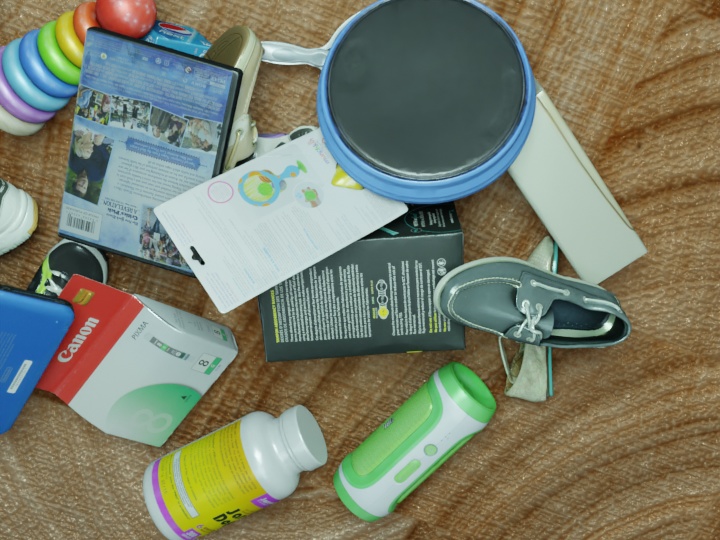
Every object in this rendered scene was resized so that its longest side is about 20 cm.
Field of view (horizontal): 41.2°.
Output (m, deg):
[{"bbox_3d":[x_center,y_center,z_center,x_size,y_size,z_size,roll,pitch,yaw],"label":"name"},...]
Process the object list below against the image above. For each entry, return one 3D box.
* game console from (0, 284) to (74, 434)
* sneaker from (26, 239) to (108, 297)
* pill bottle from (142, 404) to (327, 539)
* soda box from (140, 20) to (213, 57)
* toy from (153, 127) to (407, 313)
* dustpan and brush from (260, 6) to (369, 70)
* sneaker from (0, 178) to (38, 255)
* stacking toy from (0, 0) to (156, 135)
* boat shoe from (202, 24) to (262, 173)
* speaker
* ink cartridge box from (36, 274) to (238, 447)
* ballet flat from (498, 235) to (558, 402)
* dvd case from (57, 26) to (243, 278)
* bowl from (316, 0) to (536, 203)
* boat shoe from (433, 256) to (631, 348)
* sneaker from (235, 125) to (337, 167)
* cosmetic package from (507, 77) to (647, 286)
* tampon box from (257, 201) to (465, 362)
[{"bbox_3d":[-0.411,0.054,0.974,0.170,0.119,0.200,17,123,-35],"label":"game console"},{"bbox_3d":[-0.338,0.053,1.033,0.072,0.083,0.200,31,110,-13],"label":"sneaker"},{"bbox_3d":[-0.141,0.229,1.099,0.199,0.104,0.104,-27,111,12],"label":"pill bottle"},{"bbox_3d":[-0.207,-0.141,0.944,0.068,0.064,0.201,2,118,-38],"label":"soda box"},{"bbox_3d":[-0.070,-0.047,0.865,0.200,0.047,0.115,-31,73,-20],"label":"toy"},{"bbox_3d":[-0.008,-0.204,0.930,0.199,0.057,0.140,8,114,-4],"label":"dustpan and brush"},{"bbox_3d":[-0.434,-0.034,0.986,0.200,0.076,0.088,-36,143,6],"label":"sneaker"},{"bbox_3d":[-0.271,-0.208,0.893,0.199,0.085,0.085,-28,112,27],"label":"stacking toy"},{"bbox_3d":[-0.132,-0.131,0.904,0.065,0.072,0.201,13,111,-36],"label":"boat shoe"},{"bbox_3d":[0.060,0.196,1.094,0.088,0.089,0.200,39,108,-16],"label":"speaker"},{"bbox_3d":[-0.257,0.102,1.032,0.200,0.050,0.161,24,115,-41],"label":"ink cartridge box"},{"bbox_3d":[0.182,0.058,1.046,0.062,0.068,0.201,2,114,10],"label":"ballet flat"},{"bbox_3d":[-0.193,-0.103,0.867,0.142,0.018,0.201,16,111,3],"label":"dvd case"},{"bbox_3d":[0.059,-0.160,0.861,0.199,0.039,0.202,-1,76,3],"label":"bowl"},{"bbox_3d":[0.166,0.036,0.901,0.199,0.062,0.073,8,110,-22],"label":"boat shoe"},{"bbox_3d":[-0.093,-0.105,0.971,0.199,0.083,0.081,2,95,15],"label":"sneaker"},{"bbox_3d":[0.196,-0.093,0.957,0.073,0.104,0.200,-34,111,14],"label":"cosmetic package"},{"bbox_3d":[0.000,0.000,0.972,0.199,0.150,0.127,-3,113,2],"label":"tampon box"}]
